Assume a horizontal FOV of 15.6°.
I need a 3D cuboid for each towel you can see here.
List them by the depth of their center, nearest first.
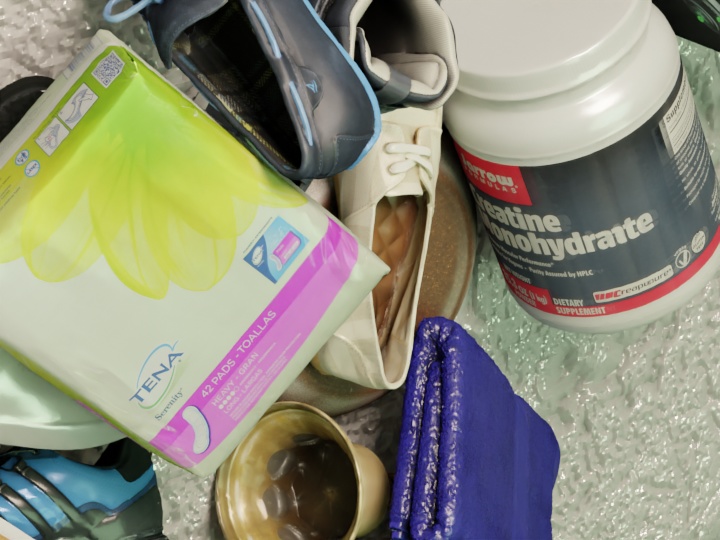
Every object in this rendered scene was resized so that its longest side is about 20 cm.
[{"bbox_3d":[0.069,0.129,1.576,0.200,0.049,0.148,50,37,-57],"label":"towel"}]

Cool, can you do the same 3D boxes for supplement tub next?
[{"bbox_3d":[0.127,-0.076,1.520,0.140,0.140,0.200,-40,131,-20],"label":"supplement tub"}]

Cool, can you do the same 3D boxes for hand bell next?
[{"bbox_3d":[0.015,0.132,1.574,0.200,0.104,0.104,6,106,-54],"label":"hand bell"}]

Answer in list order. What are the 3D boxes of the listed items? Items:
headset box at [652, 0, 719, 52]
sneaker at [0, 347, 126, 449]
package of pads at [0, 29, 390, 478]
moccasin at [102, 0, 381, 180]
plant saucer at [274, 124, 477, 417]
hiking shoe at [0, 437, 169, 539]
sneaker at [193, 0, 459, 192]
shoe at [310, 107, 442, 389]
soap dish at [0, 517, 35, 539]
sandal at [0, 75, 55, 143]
[{"bbox_3d":[0.197,-0.212,1.477,0.093,0.200,0.174,-45,132,-15],"label":"headset box"},{"bbox_3d":[-0.178,0.042,1.354,0.200,0.073,0.085,2,110,-41],"label":"sneaker"},{"bbox_3d":[-0.106,-0.003,1.313,0.155,0.068,0.200,-49,124,2],"label":"package of pads"},{"bbox_3d":[-0.070,-0.129,1.290,0.068,0.200,0.081,-34,165,-52],"label":"moccasin"},{"bbox_3d":[0.000,0.000,1.519,0.200,0.037,0.201,-20,122,-35],"label":"plant saucer"},{"bbox_3d":[-0.196,0.130,1.398,0.200,0.074,0.087,0,81,-34],"label":"hiking shoe"},{"bbox_3d":[-0.025,-0.078,1.376,0.077,0.146,0.203,18,97,-30],"label":"sneaker"},{"bbox_3d":[0.018,-0.029,1.458,0.070,0.053,0.200,-5,113,-40],"label":"shoe"},{"bbox_3d":[-0.220,0.211,1.328,0.200,0.081,0.157,-27,139,20],"label":"soap dish"},{"bbox_3d":[-0.125,-0.027,1.383,0.075,0.048,0.201,-33,119,4],"label":"sandal"}]
